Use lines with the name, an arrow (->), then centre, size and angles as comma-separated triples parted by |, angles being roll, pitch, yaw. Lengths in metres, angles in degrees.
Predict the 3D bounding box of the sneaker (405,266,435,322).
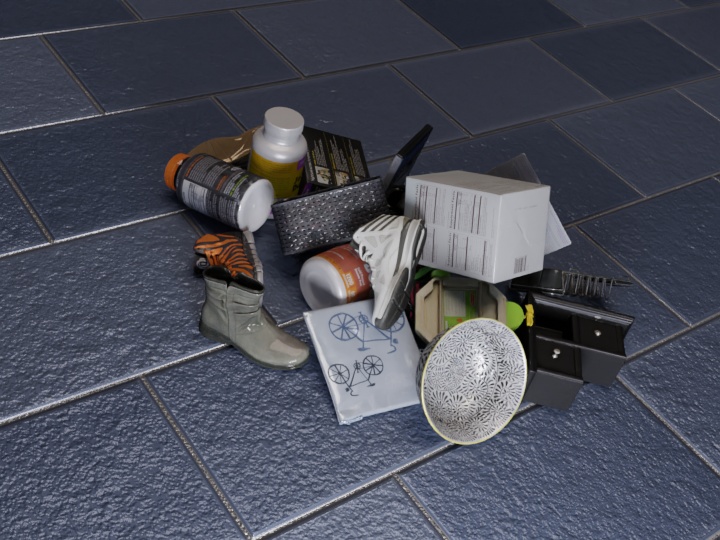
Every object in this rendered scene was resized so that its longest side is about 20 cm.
sneaker -> 0.090, 0.057, 1.698 | 0.200, 0.077, 0.084 | -29, 65, -31

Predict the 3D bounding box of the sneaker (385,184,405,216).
sneaker -> 0.079, -0.122, 1.836 | 0.098, 0.071, 0.200 | 29, -2, -17

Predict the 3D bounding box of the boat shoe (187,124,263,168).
boat shoe -> -0.246, -0.230, 1.928 | 0.200, 0.065, 0.072 | -22, 59, -13

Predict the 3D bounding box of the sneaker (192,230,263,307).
sneaker -> -0.230, 0.003, 1.667 | 0.112, 0.078, 0.200 | -3, 33, -15

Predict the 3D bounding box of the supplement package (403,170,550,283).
supplement package -> 0.196, -0.080, 1.666 | 0.200, 0.151, 0.152 | 16, 19, 40

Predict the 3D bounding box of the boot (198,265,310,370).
boot -> -0.168, 0.075, 1.549 | 0.200, 0.131, 0.068 | 21, 41, 7

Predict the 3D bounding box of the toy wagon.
toy wagon -> 0.192, 0.078, 1.646 | 0.199, 0.040, 0.156 | 3, 69, -1

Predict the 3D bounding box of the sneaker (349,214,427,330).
sneaker -> 0.030, -0.002, 1.620 | 0.115, 0.076, 0.201 | 13, 71, 20

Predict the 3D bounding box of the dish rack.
dish rack -> 0.394, 0.025, 1.799 | 0.200, 0.055, 0.153 | 7, 0, -22

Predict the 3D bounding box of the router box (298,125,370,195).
router box -> -0.059, -0.204, 1.945 | 0.149, 0.051, 0.200 | 13, 38, -22

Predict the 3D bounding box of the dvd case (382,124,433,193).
dvd case -> 0.067, -0.177, 1.863 | 0.018, 0.200, 0.143 | 34, 42, 7

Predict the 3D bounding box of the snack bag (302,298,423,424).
snack bag -> 0.017, 0.141, 1.578 | 0.188, 0.021, 0.200 | -10, 68, -29

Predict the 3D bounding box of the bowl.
bowl -> 0.158, 0.165, 1.544 | 0.200, 0.201, 0.094 | -10, 13, -27

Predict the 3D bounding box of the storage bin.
storage bin -> -0.049, -0.099, 1.731 | 0.199, 0.094, 0.135 | -13, 7, 3

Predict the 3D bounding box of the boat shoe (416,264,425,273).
boat shoe -> 0.155, -0.043, 1.837 | 0.072, 0.076, 0.200 | 31, 44, 14

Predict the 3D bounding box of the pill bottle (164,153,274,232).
pill bottle -> -0.266, -0.152, 1.786 | 0.200, 0.106, 0.106 | 25, 40, 25

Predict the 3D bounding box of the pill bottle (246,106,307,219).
pill bottle -> -0.158, -0.202, 1.817 | 0.104, 0.200, 0.104 | 9, 41, -8

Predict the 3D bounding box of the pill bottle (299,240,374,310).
pill bottle -> 0.000, 0.000, 1.705 | 0.200, 0.112, 0.112 | -25, 55, -38

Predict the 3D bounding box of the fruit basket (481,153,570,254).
fruit basket -> 0.273, -0.101, 1.793 | 0.094, 0.200, 0.186 | -31, 93, -49

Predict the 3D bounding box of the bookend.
bookend -> 0.367, 0.153, 1.663 | 0.198, 0.092, 0.200 | 14, 41, -2
